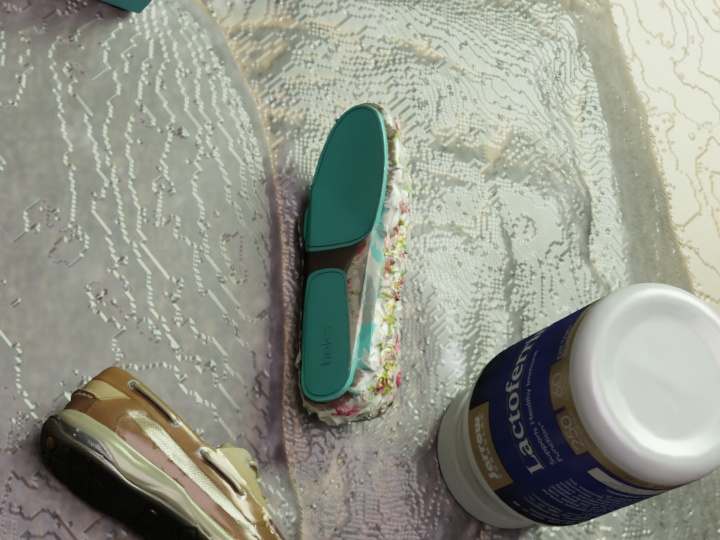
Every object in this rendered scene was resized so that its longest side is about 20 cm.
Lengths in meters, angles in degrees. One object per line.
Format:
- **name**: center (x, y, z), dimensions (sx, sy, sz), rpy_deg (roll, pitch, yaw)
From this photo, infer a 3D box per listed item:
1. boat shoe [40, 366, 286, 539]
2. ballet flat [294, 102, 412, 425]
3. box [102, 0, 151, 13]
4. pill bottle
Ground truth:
- **boat shoe**: center (-0.086, 0.130, 1.381), dimensions (0.200, 0.076, 0.074), rpy_deg (41, 58, -11)
- **ballet flat**: center (0.000, 0.000, 1.475), dimensions (0.064, 0.075, 0.201), rpy_deg (28, 65, -51)
- **box**: center (-0.145, -0.265, 1.483), dimensions (0.082, 0.049, 0.201), rpy_deg (18, 68, -20)
- **pill bottle**: center (0.130, 0.087, 1.427), dimensions (0.115, 0.200, 0.116), rpy_deg (8, 70, -23)
